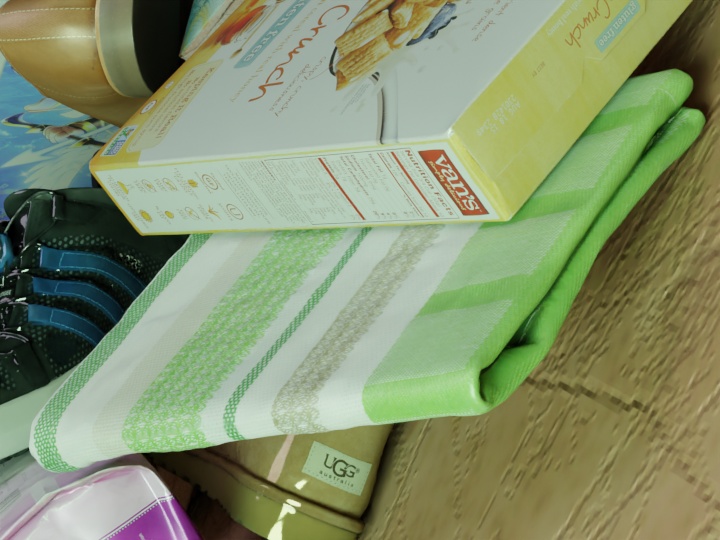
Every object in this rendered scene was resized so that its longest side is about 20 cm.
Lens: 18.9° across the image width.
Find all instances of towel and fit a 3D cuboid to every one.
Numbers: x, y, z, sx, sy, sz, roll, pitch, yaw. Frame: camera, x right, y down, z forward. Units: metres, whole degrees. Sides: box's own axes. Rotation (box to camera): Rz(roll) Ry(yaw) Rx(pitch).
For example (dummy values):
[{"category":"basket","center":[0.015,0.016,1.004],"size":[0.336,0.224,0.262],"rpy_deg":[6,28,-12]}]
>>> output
[{"category":"towel","center":[-0.001,0.006,0.667],"size":[0.200,0.031,0.149],"rpy_deg":[-10,34,45]}]

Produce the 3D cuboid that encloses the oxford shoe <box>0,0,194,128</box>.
[{"category":"oxford shoe","center":[-0.096,-0.090,0.904],"size":[0.200,0.071,0.071],"rpy_deg":[31,-121,-75]}]

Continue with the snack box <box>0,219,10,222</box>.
[{"category":"snack box","center":[-0.146,0.015,0.932],"size":[0.200,0.024,0.072],"rpy_deg":[-21,-59,-78]}]

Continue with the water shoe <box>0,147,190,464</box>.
[{"category":"water shoe","center":[-0.126,0.012,0.831],"size":[0.071,0.079,0.200],"rpy_deg":[-22,13,36]}]

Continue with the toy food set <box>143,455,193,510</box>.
[{"category":"toy food set","center":[-0.096,0.037,1.023],"size":[0.198,0.049,0.200],"rpy_deg":[119,158,-68]}]

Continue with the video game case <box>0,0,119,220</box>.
[{"category":"video game case","center":[-0.114,-0.085,1.052],"size":[0.181,0.200,0.045],"rpy_deg":[123,144,-53]}]

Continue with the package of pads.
[{"category":"package of pads","center":[-0.092,0.119,0.789],"size":[0.076,0.121,0.200],"rpy_deg":[-32,9,-10]}]

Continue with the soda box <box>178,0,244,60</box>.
[{"category":"soda box","center":[-0.016,-0.160,0.902],"size":[0.064,0.068,0.200],"rpy_deg":[-45,26,45]}]

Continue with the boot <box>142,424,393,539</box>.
[{"category":"boot","center":[0.000,0.000,0.813],"size":[0.200,0.066,0.175],"rpy_deg":[-65,26,-3]}]

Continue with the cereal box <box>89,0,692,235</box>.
[{"category":"cereal box","center":[0.014,-0.073,0.710],"size":[0.200,0.040,0.144],"rpy_deg":[-2,41,52]}]
